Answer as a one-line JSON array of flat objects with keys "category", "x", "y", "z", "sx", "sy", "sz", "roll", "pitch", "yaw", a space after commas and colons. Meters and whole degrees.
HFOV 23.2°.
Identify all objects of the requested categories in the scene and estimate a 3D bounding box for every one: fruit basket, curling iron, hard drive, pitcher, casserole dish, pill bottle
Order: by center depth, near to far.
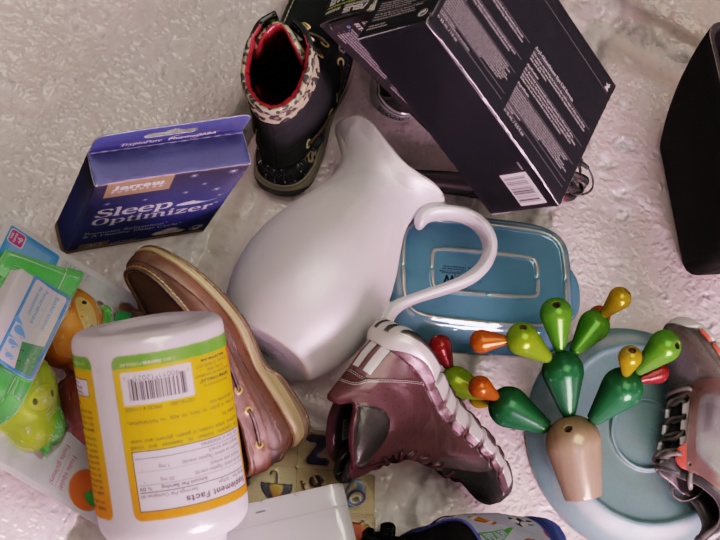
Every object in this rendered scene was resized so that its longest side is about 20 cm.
[{"category": "pill bottle", "x": -0.142, "y": 0.136, "z": 1.275, "sx": 0.111, "sy": 0.111, "sz": 0.200, "roll": -10, "pitch": 97, "yaw": -21}, {"category": "hard drive", "x": -0.055, "y": 0.272, "z": 1.323, "sx": 0.132, "sy": 0.026, "sz": 0.200, "roll": -13, "pitch": 70, "yaw": -4}, {"category": "fruit basket", "x": -0.218, "y": 0.080, "z": 1.332, "sx": 0.200, "sy": 0.094, "sz": 0.185, "roll": 32, "pitch": 57, "yaw": -15}, {"category": "pitcher", "x": 0.000, "y": 0.000, "z": 1.406, "sx": 0.171, "sy": 0.121, "sz": 0.200, "roll": 32, "pitch": 68, "yaw": 7}, {"category": "casserole dish", "x": 0.100, "y": 0.008, "z": 1.491, "sx": 0.200, "sy": 0.039, "sz": 0.121, "roll": 5, "pitch": 70, "yaw": -15}, {"category": "curling iron", "x": 0.108, "y": -0.083, "z": 1.527, "sx": 0.200, "sy": 0.026, "sz": 0.050, "roll": -1, "pitch": 109, "yaw": -14}]

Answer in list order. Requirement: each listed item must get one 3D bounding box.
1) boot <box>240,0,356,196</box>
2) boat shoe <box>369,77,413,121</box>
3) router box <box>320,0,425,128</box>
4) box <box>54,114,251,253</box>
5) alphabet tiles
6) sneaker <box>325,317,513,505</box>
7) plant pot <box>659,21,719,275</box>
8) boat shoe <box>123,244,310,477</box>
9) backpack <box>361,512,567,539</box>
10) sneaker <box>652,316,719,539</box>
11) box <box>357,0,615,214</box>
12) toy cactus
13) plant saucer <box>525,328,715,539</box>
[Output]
[{"category": "boot", "x": -0.049, "y": -0.180, "z": 1.439, "sx": 0.073, "sy": 0.154, "sz": 0.204, "roll": 10, "pitch": 70, "yaw": 6}, {"category": "boat shoe", "x": 0.052, "y": -0.231, "z": 1.543, "sx": 0.071, "sy": 0.064, "sz": 0.200, "roll": 9, "pitch": 69, "yaw": -15}, {"category": "router box", "x": 0.068, "y": -0.209, "z": 1.465, "sx": 0.200, "sy": 0.062, "sz": 0.150, "roll": 41, "pitch": 55, "yaw": -36}, {"category": "box", "x": -0.159, "y": -0.063, "z": 1.341, "sx": 0.121, "sy": 0.200, "sz": 0.032, "roll": -10, "pitch": 75, "yaw": -20}, {"category": "alphabet tiles", "x": -0.068, "y": 0.219, "z": 1.380, "sx": 0.166, "sy": 0.006, "sz": 0.200, "roll": 7, "pitch": 70, "yaw": -16}, {"category": "sneaker", "x": 0.033, "y": 0.140, "z": 1.379, "sx": 0.116, "sy": 0.076, "sz": 0.200, "roll": -46, "pitch": 121, "yaw": -19}, {"category": "plant pot", "x": 0.370, "y": -0.089, "z": 1.534, "sx": 0.200, "sy": 0.177, "sz": 0.200, "roll": -3, "pitch": 73, "yaw": -18}, {"category": "boat shoe", "x": -0.118, "y": 0.071, "z": 1.350, "sx": 0.068, "sy": 0.072, "sz": 0.200, "roll": -44, "pitch": 106, "yaw": -33}, {"category": "backpack", "x": 0.098, "y": 0.269, "z": 1.313, "sx": 0.154, "sy": 0.191, "sz": 0.200, "roll": -4, "pitch": 74, "yaw": -15}, {"category": "sneaker", "x": 0.279, "y": 0.136, "z": 1.456, "sx": 0.082, "sy": 0.077, "sz": 0.200, "roll": -14, "pitch": 76, "yaw": -15}, {"category": "box", "x": 0.105, "y": -0.164, "z": 1.395, "sx": 0.200, "sy": 0.079, "sz": 0.141, "roll": 51, "pitch": 54, "yaw": -30}, {"category": "toy cactus", "x": 0.164, "y": 0.104, "z": 1.434, "sx": 0.200, "sy": 0.102, "sz": 0.165, "roll": -10, "pitch": 92, "yaw": 2}, {"category": "plant saucer", "x": 0.237, "y": 0.141, "z": 1.495, "sx": 0.200, "sy": 0.027, "sz": 0.200, "roll": 6, "pitch": 70, "yaw": -15}]
